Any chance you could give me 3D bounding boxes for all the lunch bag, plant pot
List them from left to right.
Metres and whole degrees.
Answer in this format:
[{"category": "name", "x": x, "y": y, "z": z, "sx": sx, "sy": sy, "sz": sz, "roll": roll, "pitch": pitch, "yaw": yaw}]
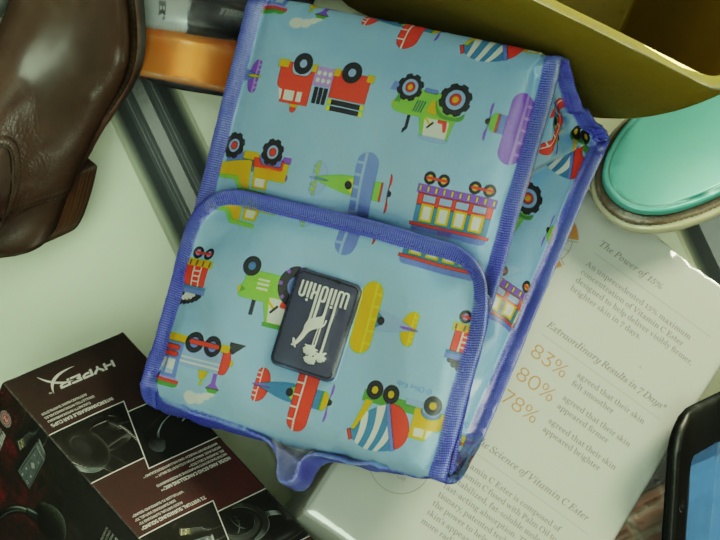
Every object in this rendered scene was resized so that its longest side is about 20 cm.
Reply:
[{"category": "lunch bag", "x": 0.000, "y": 0.000, "z": 1.101, "sx": 0.150, "sy": 0.094, "sz": 0.201, "roll": 13, "pitch": 75, "yaw": 23}, {"category": "plant pot", "x": 0.085, "y": -0.178, "z": 1.130, "sx": 0.199, "sy": 0.176, "sz": 0.201, "roll": 26, "pitch": 73, "yaw": -3}]

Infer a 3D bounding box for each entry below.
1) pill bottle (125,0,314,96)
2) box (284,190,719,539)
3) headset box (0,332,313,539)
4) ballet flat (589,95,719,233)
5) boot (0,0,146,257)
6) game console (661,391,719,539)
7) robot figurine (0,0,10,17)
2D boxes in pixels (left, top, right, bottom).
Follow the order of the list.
[{"category": "pill bottle", "x": -0.062, "y": -0.182, "z": 1.175, "sx": 0.106, "sy": 0.106, "sz": 0.201, "roll": 10, "pitch": 91, "yaw": -2}, {"category": "box", "x": 0.067, "y": 0.070, "z": 1.164, "sx": 0.124, "sy": 0.097, "sz": 0.200, "roll": 35, "pitch": 72, "yaw": -3}, {"category": "headset box", "x": -0.089, "y": 0.153, "z": 1.129, "sx": 0.200, "sy": 0.077, "sz": 0.149, "roll": 47, "pitch": 135, "yaw": 23}, {"category": "ballet flat", "x": 0.178, "y": -0.070, "z": 1.183, "sx": 0.200, "sy": 0.069, "sz": 0.070, "roll": -40, "pitch": 93, "yaw": -23}, {"category": "boot", "x": -0.184, "y": -0.058, "z": 1.095, "sx": 0.064, "sy": 0.200, "sz": 0.187, "roll": 28, "pitch": 124, "yaw": 27}, {"category": "game console", "x": 0.214, "y": 0.151, "z": 1.176, "sx": 0.175, "sy": 0.116, "sz": 0.201, "roll": 2, "pitch": 102, "yaw": -2}, {"category": "robot figurine", "x": -0.219, "y": -0.193, "z": 1.159, "sx": 0.150, "sy": 0.125, "sz": 0.201, "roll": -3, "pitch": 92, "yaw": 34}]
